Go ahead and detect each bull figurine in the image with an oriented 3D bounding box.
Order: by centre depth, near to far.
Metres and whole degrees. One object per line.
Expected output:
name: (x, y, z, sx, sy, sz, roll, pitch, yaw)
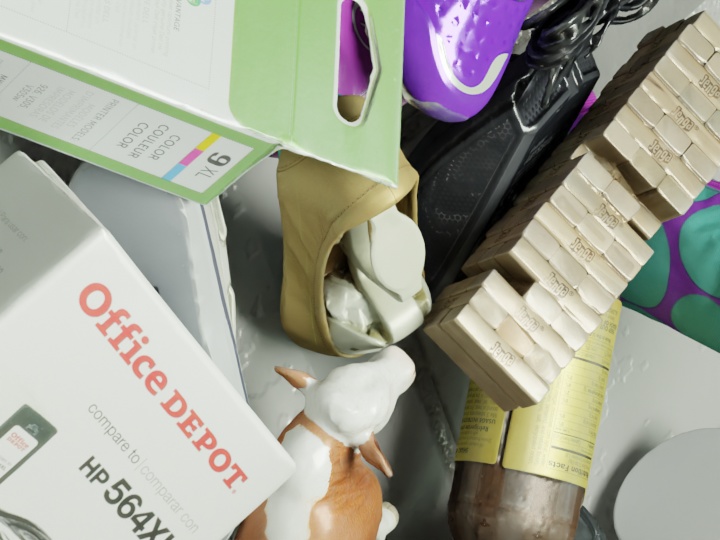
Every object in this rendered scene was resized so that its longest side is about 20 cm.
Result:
bull figurine: (-0.020, 0.127, 1.168, 0.121, 0.065, 0.201, 21, 85, -77)

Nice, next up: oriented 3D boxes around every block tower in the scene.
block tower: (0.106, -0.030, 1.192, 0.058, 0.054, 0.200, 45, 68, -10)

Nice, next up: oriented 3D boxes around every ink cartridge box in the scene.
ink cartridge box: (-0.146, 0.079, 1.003, 0.200, 0.084, 0.146, -42, 126, -7)
ink cartridge box: (-0.081, -0.094, 1.034, 0.199, 0.059, 0.104, 19, 56, -27)

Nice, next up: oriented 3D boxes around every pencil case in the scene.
pencil case: (0.162, -0.014, 1.268, 0.085, 0.200, 0.093, -12, 115, -40)

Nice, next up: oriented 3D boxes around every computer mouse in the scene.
computer mouse: (0.062, -0.066, 1.218, 0.138, 0.053, 0.200, -40, 162, -57)

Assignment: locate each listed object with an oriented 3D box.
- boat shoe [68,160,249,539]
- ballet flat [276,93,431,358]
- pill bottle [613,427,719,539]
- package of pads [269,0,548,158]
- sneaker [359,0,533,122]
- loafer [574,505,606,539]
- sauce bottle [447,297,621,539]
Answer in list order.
boat shoe: (-0.078, 0.025, 1.123, 0.070, 0.071, 0.201, -61, 147, -57)
ballet flat: (0.000, 0.000, 1.142, 0.069, 0.063, 0.200, -38, 156, -12)
pill bottle: (0.212, 0.175, 1.415, 0.112, 0.112, 0.200, -56, 132, -23)
package of pads: (0.012, -0.145, 1.180, 0.200, 0.075, 0.121, -37, 119, -36)
sneaker: (0.064, -0.161, 1.105, 0.069, 0.099, 0.201, 17, 81, -41)
loafer: (0.036, 0.175, 1.273, 0.070, 0.068, 0.201, 47, 65, -9)
sauce bottle: (0.073, 0.086, 1.233, 0.065, 0.065, 0.201, 21, 79, -46)
